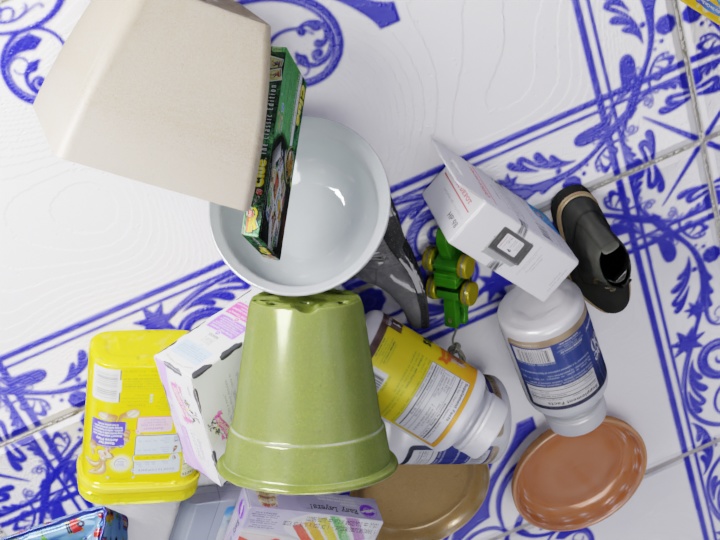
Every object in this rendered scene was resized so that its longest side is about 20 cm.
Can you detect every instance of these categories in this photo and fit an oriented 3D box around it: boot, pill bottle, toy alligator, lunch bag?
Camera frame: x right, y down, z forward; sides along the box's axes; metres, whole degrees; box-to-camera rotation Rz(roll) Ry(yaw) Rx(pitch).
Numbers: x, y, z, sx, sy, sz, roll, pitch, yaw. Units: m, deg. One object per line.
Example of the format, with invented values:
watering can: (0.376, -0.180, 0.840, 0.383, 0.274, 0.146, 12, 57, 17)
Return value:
boot: (0.300, 0.008, 1.599, 0.077, 0.138, 0.200, -32, 126, 4)
pill bottle: (0.080, 0.187, 1.659, 0.199, 0.116, 0.116, 3, 120, -19)
pill bottle: (0.071, 0.139, 1.548, 0.200, 0.109, 0.109, 32, 110, -6)
toy alligator: (0.118, 0.024, 1.608, 0.059, 0.054, 0.201, 11, 129, 29)
boot: (0.000, 0.000, 1.558, 0.131, 0.070, 0.200, -20, 118, 5)
lunch bag: (-0.393, 0.351, 1.609, 0.199, 0.094, 0.151, -7, 165, -1)
pill bottle: (0.252, 0.114, 1.667, 0.111, 0.111, 0.200, -25, 125, -1)

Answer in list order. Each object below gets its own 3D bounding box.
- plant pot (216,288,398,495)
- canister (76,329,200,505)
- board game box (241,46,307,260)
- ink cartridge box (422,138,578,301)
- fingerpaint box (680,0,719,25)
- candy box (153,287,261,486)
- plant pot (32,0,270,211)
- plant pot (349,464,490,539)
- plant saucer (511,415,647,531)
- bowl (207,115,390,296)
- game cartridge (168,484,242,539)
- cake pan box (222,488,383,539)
plant pot: (-0.060, 0.120, 1.421, 0.199, 0.200, 0.191, -4, 100, -15)
canister: (-0.259, 0.174, 1.568, 0.148, 0.087, 0.201, 0, 120, -18)
board game box: (-0.088, -0.120, 1.364, 0.023, 0.201, 0.105, 5, 168, 13)
ink cartridge box: (0.148, -0.059, 1.526, 0.200, 0.116, 0.067, 30, 110, -29)
fingerpaint box: (0.440, -0.349, 1.455, 0.200, 0.073, 0.167, 24, 112, -28)
candy box: (-0.127, 0.122, 1.526, 0.200, 0.071, 0.168, -35, 133, -32)
plant pot: (-0.193, -0.193, 1.300, 0.199, 0.200, 0.178, 15, 106, -25)
plant pot: (0.078, 0.293, 1.780, 0.199, 0.028, 0.201, -7, 122, -12)
plant saucer: (0.302, 0.278, 1.832, 0.199, 0.037, 0.201, -8, 124, -13)
bowl: (-0.062, -0.062, 1.447, 0.201, 0.202, 0.090, -26, 166, 1)
game cartridge: (-0.148, 0.345, 1.740, 0.199, 0.040, 0.134, 8, 115, -22)
cake pan box: (-0.086, 0.374, 1.727, 0.199, 0.052, 0.185, 12, 119, -23)
